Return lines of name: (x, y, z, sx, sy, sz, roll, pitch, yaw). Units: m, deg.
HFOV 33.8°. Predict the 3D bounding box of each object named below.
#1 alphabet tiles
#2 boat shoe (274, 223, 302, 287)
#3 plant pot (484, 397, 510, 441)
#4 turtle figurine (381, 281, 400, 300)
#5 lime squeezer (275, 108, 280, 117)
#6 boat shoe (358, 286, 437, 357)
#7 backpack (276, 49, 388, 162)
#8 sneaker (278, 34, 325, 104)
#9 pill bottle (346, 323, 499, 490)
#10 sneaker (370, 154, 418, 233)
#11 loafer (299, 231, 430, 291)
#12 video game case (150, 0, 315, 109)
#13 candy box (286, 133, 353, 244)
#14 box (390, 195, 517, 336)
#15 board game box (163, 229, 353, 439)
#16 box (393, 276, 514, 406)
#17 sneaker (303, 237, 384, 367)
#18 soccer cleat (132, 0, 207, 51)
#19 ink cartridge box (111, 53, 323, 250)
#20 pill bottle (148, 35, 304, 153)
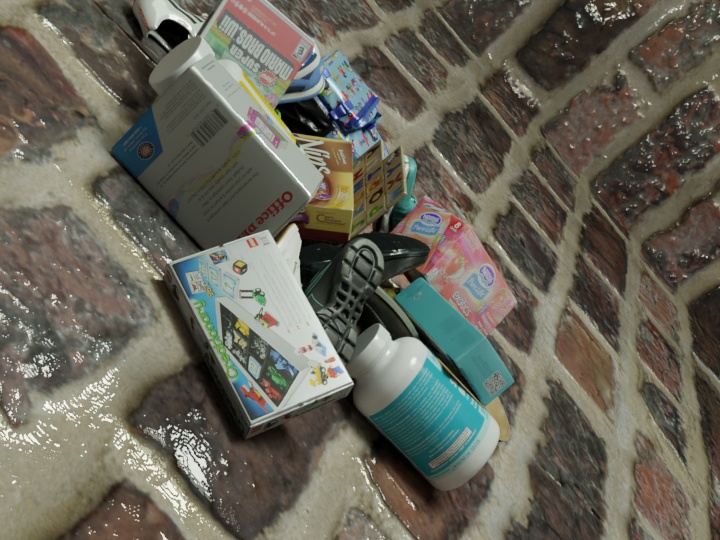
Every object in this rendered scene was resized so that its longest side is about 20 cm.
alphabet tiles: (-0.004, -0.104, 1.613, 0.008, 0.166, 0.201, 42, 23, -24)
boat shoe: (-0.101, 0.017, 1.369, 0.069, 0.071, 0.201, 45, 31, -13)
plant pot: (0.141, 0.157, 1.651, 0.201, 0.027, 0.201, 50, 16, -20)
turtle figurine: (0.015, 0.030, 1.576, 0.199, 0.064, 0.163, 16, 40, -56)
lime squeezer: (-0.136, -0.209, 1.611, 0.200, 0.038, 0.070, 44, 24, 29)
boat shoe: (0.034, 0.079, 1.473, 0.072, 0.060, 0.202, 43, -6, 43)
backpack: (-0.032, -0.207, 1.776, 0.201, 0.134, 0.183, 52, 22, -4)
sneaker: (-0.138, -0.261, 1.588, 0.198, 0.083, 0.074, -24, 54, -25)
pill bottle: (0.066, 0.158, 1.410, 0.200, 0.110, 0.111, 46, 22, -12)
sneaker: (0.058, -0.077, 1.666, 0.078, 0.202, 0.078, 0, 41, -8)
loafer: (0.000, 0.000, 1.494, 0.197, 0.074, 0.073, -9, 25, -28)
video game case: (-0.161, -0.250, 1.516, 0.142, 0.202, 0.017, 34, -4, -34)
candy box: (-0.068, -0.114, 1.581, 0.114, 0.057, 0.201, 7, 33, -5)
box: (0.127, 0.005, 1.648, 0.102, 0.095, 0.200, 38, -9, 43)
board game box: (-0.108, 0.062, 1.232, 0.125, 0.035, 0.202, -19, 66, -28)
box: (0.113, 0.084, 1.481, 0.083, 0.049, 0.200, 55, -4, -30)
sneaker: (-0.038, 0.056, 1.361, 0.075, 0.079, 0.202, 41, 61, -20)
soccer cleat: (-0.235, -0.328, 1.662, 0.199, 0.068, 0.086, 21, 44, -47)
ink cartridge box: (-0.161, -0.120, 1.358, 0.200, 0.144, 0.085, 47, 20, -8)
pill bottle: (-0.166, -0.183, 1.454, 0.201, 0.111, 0.113, 51, 19, -28)
